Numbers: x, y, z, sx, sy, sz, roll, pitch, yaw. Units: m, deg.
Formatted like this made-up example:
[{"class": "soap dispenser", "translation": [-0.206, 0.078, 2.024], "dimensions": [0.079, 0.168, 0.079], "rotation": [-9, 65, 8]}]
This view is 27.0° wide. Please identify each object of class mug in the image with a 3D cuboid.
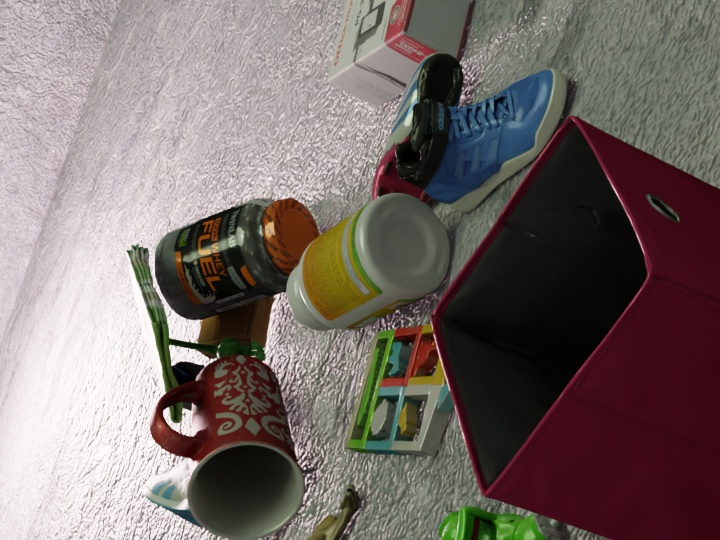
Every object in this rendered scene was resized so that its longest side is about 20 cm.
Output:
[{"class": "mug", "translation": [-0.147, 0.179, 1.728], "dimensions": [0.132, 0.178, 0.201], "rotation": [-28, 29, 8]}]

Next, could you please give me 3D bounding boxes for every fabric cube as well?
[{"class": "fabric cube", "translation": [0.194, 0.052, 1.035], "dimensions": [0.201, 0.197, 0.197], "rotation": [-56, 25, 26]}]

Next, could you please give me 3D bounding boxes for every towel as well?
[{"class": "towel", "translation": [-0.248, 0.075, 1.845], "dimensions": [0.200, 0.030, 0.151], "rotation": [-121, 20, -57]}]

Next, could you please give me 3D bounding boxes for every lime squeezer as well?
[{"class": "lime squeezer", "translation": [-0.167, 0.106, 1.900], "dimensions": [0.199, 0.070, 0.038], "rotation": [5, 98, 47]}]

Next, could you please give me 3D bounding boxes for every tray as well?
[{"class": "tray", "translation": [-0.157, 0.013, 2.000], "dimensions": [0.098, 0.037, 0.202], "rotation": [-14, 57, 38]}]

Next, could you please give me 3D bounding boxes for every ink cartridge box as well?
[{"class": "ink cartridge box", "translation": [0.049, -0.299, 1.790], "dimensions": [0.199, 0.083, 0.147], "rotation": [-20, 53, 60]}]

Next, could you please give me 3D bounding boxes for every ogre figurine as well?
[{"class": "ogre figurine", "translation": [0.111, 0.250, 1.181], "dimensions": [0.200, 0.097, 0.122], "rotation": [149, 126, -71]}]

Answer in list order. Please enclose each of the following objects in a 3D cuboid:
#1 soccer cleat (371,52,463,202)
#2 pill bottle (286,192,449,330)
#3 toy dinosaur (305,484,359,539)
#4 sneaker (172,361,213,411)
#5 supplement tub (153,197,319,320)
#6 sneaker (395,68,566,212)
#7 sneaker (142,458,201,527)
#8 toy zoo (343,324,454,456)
[{"class": "soccer cleat", "translation": [0.064, -0.143, 1.666], "dimensions": [0.086, 0.069, 0.202], "rotation": [168, 124, -81]}, {"class": "pill bottle", "translation": [0.000, 0.000, 1.611], "dimensions": [0.199, 0.110, 0.112], "rotation": [-30, 44, 55]}, {"class": "toy dinosaur", "translation": [-0.056, 0.303, 1.575], "dimensions": [0.200, 0.058, 0.102], "rotation": [-41, 20, 34]}, {"class": "sneaker", "translation": [-0.206, 0.142, 1.942], "dimensions": [0.074, 0.111, 0.200], "rotation": [-67, 23, 0]}, {"class": "supplement tub", "translation": [-0.154, -0.018, 1.899], "dimensions": [0.198, 0.122, 0.124], "rotation": [-19, 50, 33]}, {"class": "sneaker", "translation": [0.110, -0.142, 1.490], "dimensions": [0.200, 0.110, 0.078], "rotation": [-43, 33, 45]}, {"class": "sneaker", "translation": [-0.211, 0.275, 1.904], "dimensions": [0.199, 0.076, 0.082], "rotation": [-5, 57, 58]}, {"class": "toy zoo", "translation": [0.051, 0.120, 1.513], "dimensions": [0.199, 0.020, 0.133], "rotation": [-13, 59, 62]}]
